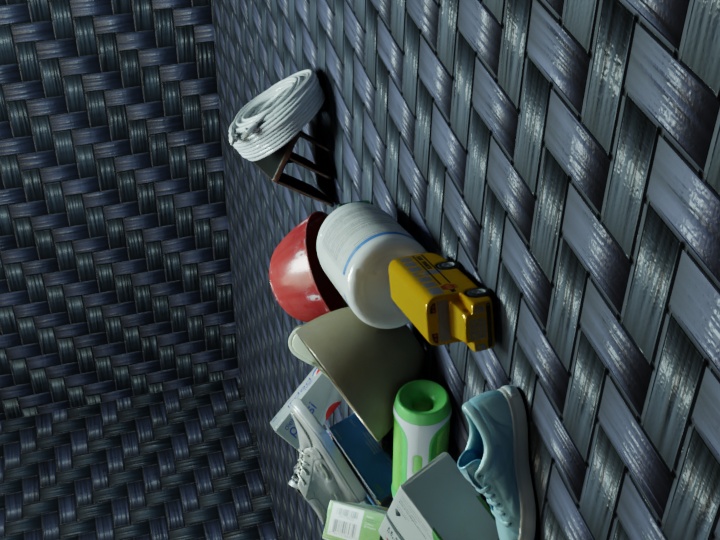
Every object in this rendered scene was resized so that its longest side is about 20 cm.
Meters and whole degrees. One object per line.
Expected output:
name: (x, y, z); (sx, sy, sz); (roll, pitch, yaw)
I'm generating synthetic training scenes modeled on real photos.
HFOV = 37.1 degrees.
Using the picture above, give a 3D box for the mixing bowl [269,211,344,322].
mixing bowl: (-0.089, 0.010, 1.846); (0.200, 0.107, 0.202); (50, -150, -44)

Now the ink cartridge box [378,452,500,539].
ink cartridge box: (0.107, 0.346, 1.393); (0.147, 0.082, 0.201); (51, 156, 19)

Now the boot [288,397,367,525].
boot: (-0.078, 0.310, 1.715); (0.201, 0.095, 0.074); (57, 171, -6)

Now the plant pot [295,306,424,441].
plant pot: (0.016, 0.128, 1.567); (0.201, 0.134, 0.200); (52, 174, 8)

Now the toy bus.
toy bus: (0.099, 0.038, 1.317); (0.200, 0.077, 0.066); (-130, 33, -66)

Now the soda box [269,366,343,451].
soda box: (-0.077, 0.232, 1.979); (0.068, 0.201, 0.063); (41, 175, -15)

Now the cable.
cable: (-0.152, -0.285, 1.957); (0.070, 0.199, 0.200); (53, -177, -21)

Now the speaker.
speaker: (0.086, 0.255, 1.519); (0.089, 0.087, 0.202); (-116, 21, -52)

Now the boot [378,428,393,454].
boot: (0.007, 0.184, 1.700); (0.211, 0.079, 0.158); (46, -171, -27)

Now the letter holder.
letter holder: (-0.107, -0.206, 2.051); (0.102, 0.141, 0.200); (-63, 21, 7)

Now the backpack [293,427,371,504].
backpack: (-0.024, 0.368, 1.923); (0.178, 0.150, 0.200); (53, 156, 4)

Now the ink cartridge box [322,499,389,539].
ink cartridge box: (0.043, 0.389, 1.601); (0.103, 0.199, 0.060); (7, 79, 36)

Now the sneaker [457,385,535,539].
sneaker: (0.149, 0.234, 1.227); (0.074, 0.081, 0.203); (-154, 56, -75)

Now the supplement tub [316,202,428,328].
supplement tub: (0.019, -0.011, 1.523); (0.200, 0.130, 0.134); (-128, 31, -65)

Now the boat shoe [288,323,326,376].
boat shoe: (-0.034, 0.159, 1.847); (0.072, 0.201, 0.060); (-53, 5, 10)

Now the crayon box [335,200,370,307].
crayon box: (0.000, 0.000, 1.773); (0.119, 0.057, 0.203); (121, 138, -71)

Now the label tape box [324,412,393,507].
label tape box: (0.015, 0.309, 1.728); (0.145, 0.063, 0.200); (52, 170, 20)
